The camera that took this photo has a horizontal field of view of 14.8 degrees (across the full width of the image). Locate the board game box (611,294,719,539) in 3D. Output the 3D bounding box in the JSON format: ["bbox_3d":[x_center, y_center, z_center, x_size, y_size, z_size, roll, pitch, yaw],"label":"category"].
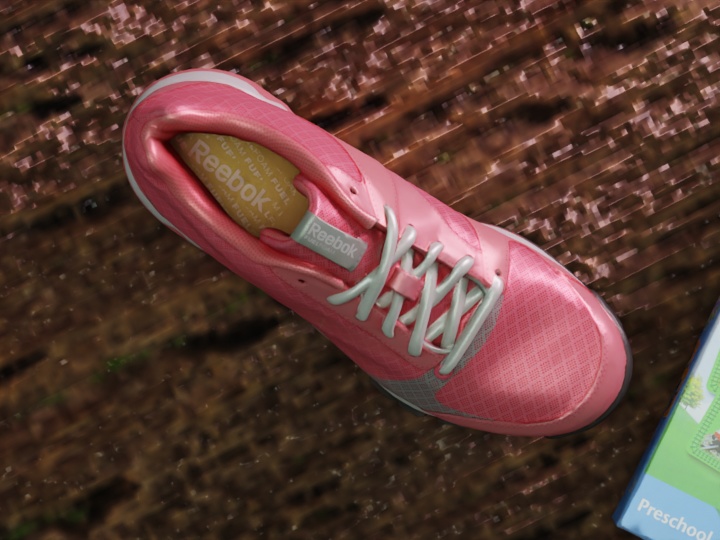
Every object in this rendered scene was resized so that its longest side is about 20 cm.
[{"bbox_3d":[0.197,0.029,0.954,0.151,0.037,0.201,25,92,4],"label":"board game box"}]

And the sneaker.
[{"bbox_3d":[0.000,0.000,0.942,0.199,0.087,0.074,30,94,3],"label":"sneaker"}]
